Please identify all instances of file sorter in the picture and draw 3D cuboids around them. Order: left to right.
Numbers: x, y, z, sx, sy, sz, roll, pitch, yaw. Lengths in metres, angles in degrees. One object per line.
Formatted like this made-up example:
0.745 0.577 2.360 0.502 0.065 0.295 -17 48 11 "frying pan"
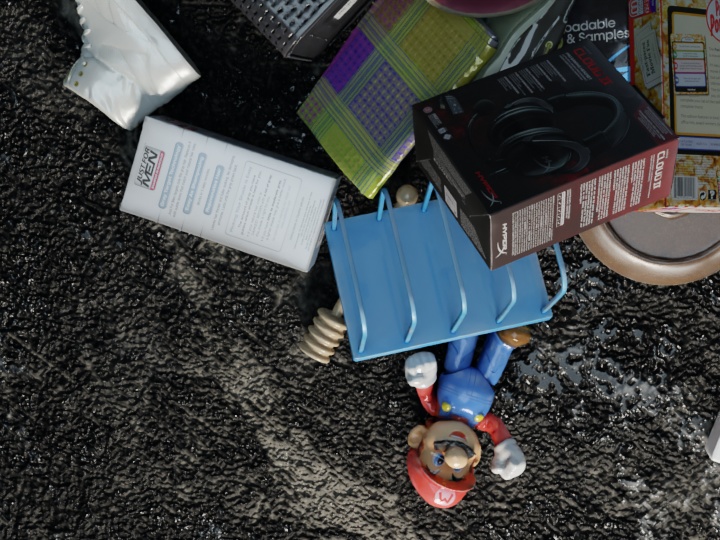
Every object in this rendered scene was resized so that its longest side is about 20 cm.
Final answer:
0.077 -0.013 1.074 0.198 0.123 0.140 -12 76 -5 "file sorter"

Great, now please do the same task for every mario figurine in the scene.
0.106 0.141 1.140 0.123 0.106 0.201 18 95 31 "mario figurine"

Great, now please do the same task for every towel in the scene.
0.034 -0.184 1.089 0.200 0.023 0.144 -50 57 20 "towel"

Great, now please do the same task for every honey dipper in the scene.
0.000 0.000 1.167 0.038 0.038 0.201 29 97 0 "honey dipper"

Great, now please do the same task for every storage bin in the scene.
-0.040 -0.271 1.040 0.135 0.200 0.094 -44 93 10 "storage bin"

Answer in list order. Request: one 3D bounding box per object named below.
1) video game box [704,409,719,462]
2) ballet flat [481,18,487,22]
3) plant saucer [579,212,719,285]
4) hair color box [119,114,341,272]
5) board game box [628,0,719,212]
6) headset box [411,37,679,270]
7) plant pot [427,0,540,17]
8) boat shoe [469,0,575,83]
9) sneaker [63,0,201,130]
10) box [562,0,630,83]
0.465 0.122 1.137 0.181 0.047 0.201 20 101 4 "video game box"
0.086 -0.228 1.108 0.070 0.071 0.201 19 100 2 "ballet flat"
0.304 -0.083 1.126 0.199 0.032 0.202 1 99 6 "plant saucer"
-0.129 -0.079 1.152 0.199 0.061 0.100 18 100 1 "hair color box"
0.321 -0.154 1.053 0.150 0.046 0.202 0 88 -25 "board game box"
0.165 -0.108 0.995 0.199 0.077 0.149 -22 52 -10 "headset box"
0.107 -0.329 0.987 0.198 0.200 0.180 -4 67 6 "plant pot"
0.151 -0.214 1.066 0.060 0.072 0.202 30 101 -33 "boat shoe"
-0.264 -0.234 1.132 0.115 0.074 0.200 -39 95 7 "sneaker"
0.228 -0.175 1.094 0.142 0.036 0.202 -4 88 12 "box"
